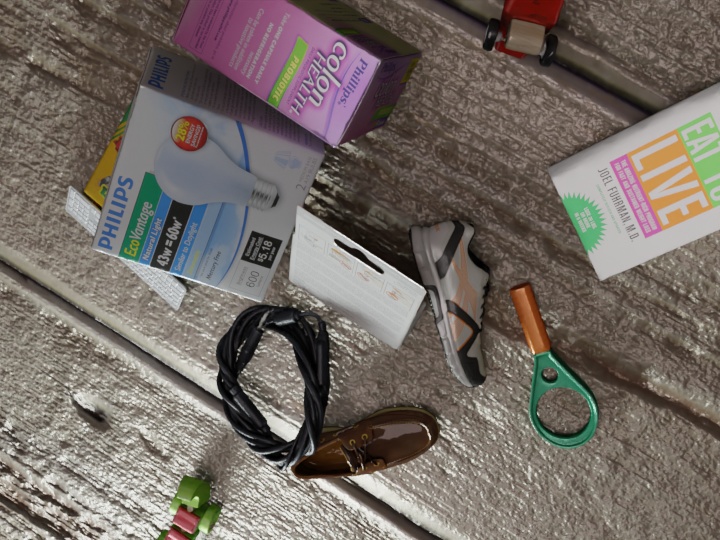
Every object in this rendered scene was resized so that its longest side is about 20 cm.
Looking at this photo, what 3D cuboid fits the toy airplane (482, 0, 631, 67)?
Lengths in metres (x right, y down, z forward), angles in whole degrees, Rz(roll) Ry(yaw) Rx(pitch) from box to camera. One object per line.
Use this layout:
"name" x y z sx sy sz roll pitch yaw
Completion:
"toy airplane" 0.180 -0.312 0.792 0.197 0.143 0.200 -16 133 33

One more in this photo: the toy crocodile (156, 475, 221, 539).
"toy crocodile" -0.246 0.368 1.164 0.067 0.062 0.202 26 112 9

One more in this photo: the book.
"book" 0.312 -0.092 0.868 0.198 0.048 0.135 -27 92 24

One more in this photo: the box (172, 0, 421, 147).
"box" -0.058 -0.231 0.871 0.198 0.176 0.097 32 112 5

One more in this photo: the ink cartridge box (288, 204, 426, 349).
"ink cartridge box" 0.000 0.000 0.923 0.160 0.050 0.201 33 156 7

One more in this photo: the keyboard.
"keyboard" -0.302 -0.029 1.081 0.199 0.011 0.056 41 147 2

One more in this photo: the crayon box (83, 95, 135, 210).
"crayon box" -0.253 -0.115 1.034 0.126 0.051 0.201 38 113 4

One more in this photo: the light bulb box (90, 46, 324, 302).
"light bulb box" -0.166 -0.103 0.920 0.197 0.125 0.200 17 118 -16

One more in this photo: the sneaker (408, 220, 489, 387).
"sneaker" 0.117 0.038 0.950 0.079 0.074 0.203 -17 107 4

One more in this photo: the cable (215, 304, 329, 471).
"cable" -0.111 0.145 1.037 0.161 0.051 0.204 -1 90 25

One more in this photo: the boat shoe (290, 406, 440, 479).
"boat shoe" 0.003 0.222 1.040 0.197 0.068 0.073 -17 100 21

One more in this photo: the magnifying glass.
"magnifying glass" 0.215 0.111 0.966 0.079 0.022 0.203 -18 99 21
